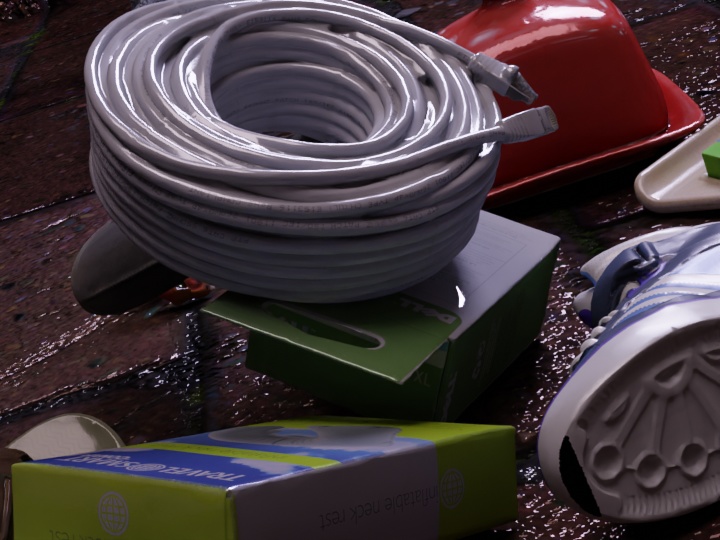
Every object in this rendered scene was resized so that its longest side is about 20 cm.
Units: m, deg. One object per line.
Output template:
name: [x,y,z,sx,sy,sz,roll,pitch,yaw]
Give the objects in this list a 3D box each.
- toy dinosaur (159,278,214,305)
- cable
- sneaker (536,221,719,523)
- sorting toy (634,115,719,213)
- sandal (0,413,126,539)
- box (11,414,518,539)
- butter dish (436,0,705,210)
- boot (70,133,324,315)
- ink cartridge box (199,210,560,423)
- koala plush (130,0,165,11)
toy dinosaur: [-0.107,-0.028,1.141,0.182,0.105,0.200,-46,-6,-32]
cable: [-0.033,-0.066,0.760,0.200,0.070,0.200,34,44,27]
sneaker: [0.126,0.040,0.703,0.199,0.081,0.146,-30,14,-25]
sorting toy: [0.291,-0.086,0.958,0.199,0.037,0.185,3,27,45]
sandal: [-0.160,0.107,0.621,0.079,0.058,0.201,21,31,26]
box: [-0.041,0.092,0.628,0.121,0.048,0.199,-1,2,39]
butter dish: [0.114,-0.143,1.095,0.199,0.149,0.200,-17,19,3]
boot: [-0.056,-0.047,0.940,0.200,0.073,0.182,-32,0,36]
ink cartridge box: [0.013,0.024,0.772,0.103,0.060,0.200,20,27,20]
koala plush: [-0.234,-0.366,1.945,0.177,0.201,0.184,-1,25,39]
